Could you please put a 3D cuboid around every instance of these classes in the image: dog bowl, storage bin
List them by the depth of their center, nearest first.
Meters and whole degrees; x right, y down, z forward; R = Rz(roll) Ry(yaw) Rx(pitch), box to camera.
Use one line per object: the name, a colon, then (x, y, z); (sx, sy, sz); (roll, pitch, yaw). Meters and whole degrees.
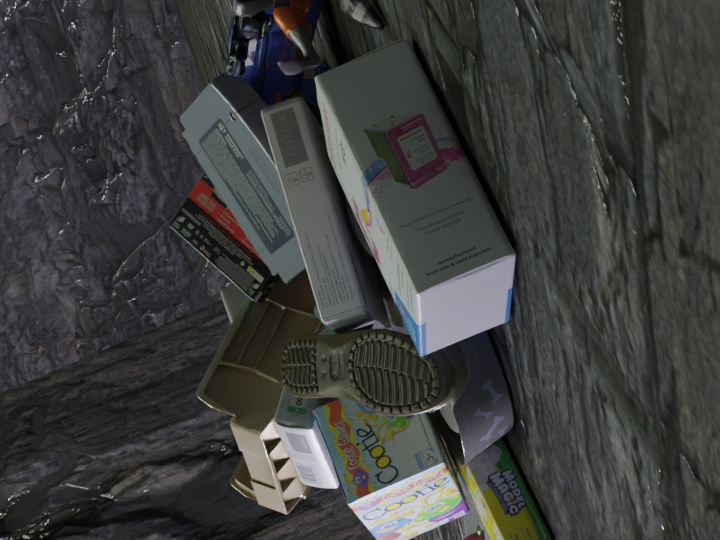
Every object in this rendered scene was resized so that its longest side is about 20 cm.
dog bowl: (0.081, 0.076, 1.521); (0.200, 0.058, 0.201); (157, 90, -83)
storage bin: (-0.084, 0.128, 1.774); (0.093, 0.199, 0.201); (17, 150, 18)

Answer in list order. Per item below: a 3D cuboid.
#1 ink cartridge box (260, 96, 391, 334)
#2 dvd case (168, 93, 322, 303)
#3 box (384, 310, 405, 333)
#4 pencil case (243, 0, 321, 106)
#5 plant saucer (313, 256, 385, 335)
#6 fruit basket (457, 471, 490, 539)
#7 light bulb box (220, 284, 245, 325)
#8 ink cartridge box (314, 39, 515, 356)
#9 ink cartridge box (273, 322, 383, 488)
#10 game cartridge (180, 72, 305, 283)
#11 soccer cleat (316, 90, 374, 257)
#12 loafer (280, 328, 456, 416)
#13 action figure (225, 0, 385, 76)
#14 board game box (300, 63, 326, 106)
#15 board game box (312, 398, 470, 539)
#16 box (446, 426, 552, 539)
ink cartridge box: (-0.029, -0.042, 1.510); (0.176, 0.044, 0.202); (44, -151, -78)
dvd case: (-0.098, -0.087, 1.729); (0.146, 0.201, 0.022); (39, -171, 28)
box: (0.033, 0.012, 1.790); (0.156, 0.041, 0.201); (-118, 8, -50)
pencil case: (-0.093, -0.200, 1.638); (0.087, 0.078, 0.201); (-57, -14, -50)
plant saucer: (0.000, 0.000, 1.587); (0.070, 0.019, 0.201); (53, -147, -24)
fruit basket: (0.154, 0.347, 1.828); (0.185, 0.093, 0.202); (-126, 30, -64)
light bulb box: (-0.041, 0.094, 1.991); (0.125, 0.197, 0.201); (-123, 13, -69)
ink cartridge box: (0.041, -0.056, 1.279); (0.145, 0.084, 0.201); (82, 166, -68)
ink cartridge box: (-0.031, 0.105, 1.710); (0.161, 0.050, 0.201); (72, -152, -60)
game cartridge: (-0.097, -0.091, 1.608); (0.201, 0.041, 0.133); (57, 146, 0)
soccer cleat: (0.011, -0.096, 1.522); (0.078, 0.069, 0.201); (61, -171, -71)
loafer: (0.014, 0.085, 1.452); (0.199, 0.067, 0.077); (7, 97, 44)
action figure: (-0.055, -0.241, 1.406); (0.194, 0.104, 0.201); (-112, 29, -50)
board game box: (-0.054, -0.124, 1.836); (0.200, 0.045, 0.153); (92, 174, -76)
board game box: (0.035, 0.193, 1.649); (0.200, 0.102, 0.105); (62, -175, -66)
box: (0.131, 0.211, 1.623); (0.118, 0.048, 0.201); (78, 166, -64)
